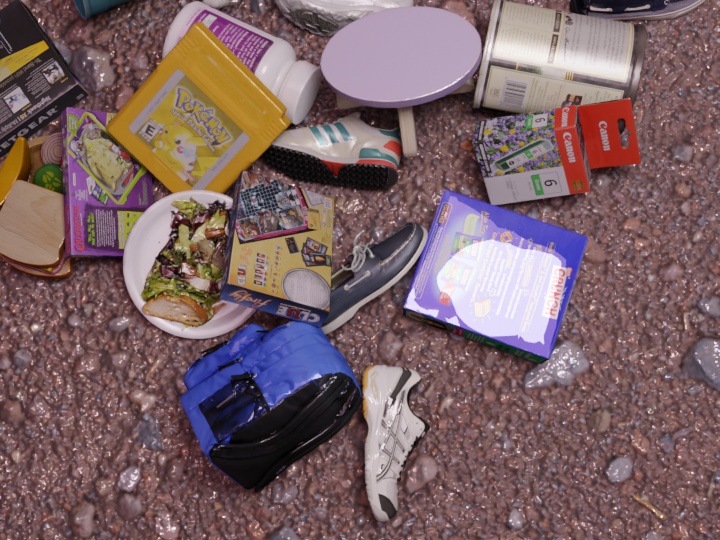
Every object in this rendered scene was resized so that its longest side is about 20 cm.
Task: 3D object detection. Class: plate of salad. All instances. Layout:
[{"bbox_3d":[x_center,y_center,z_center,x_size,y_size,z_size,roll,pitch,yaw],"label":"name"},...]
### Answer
[{"bbox_3d":[-0.218,-0.007,1.308,0.199,0.048,0.202,0,93,-5],"label":"plate of salad"}]

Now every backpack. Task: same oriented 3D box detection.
[{"bbox_3d":[-0.112,0.151,1.241,0.199,0.163,0.168,-32,62,0],"label":"backpack"}]

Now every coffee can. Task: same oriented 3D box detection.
[{"bbox_3d":[0.259,-0.269,1.290,0.199,0.146,0.147,12,82,4],"label":"coffee can"}]

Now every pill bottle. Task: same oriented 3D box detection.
[{"bbox_3d":[-0.158,-0.276,1.327,0.199,0.112,0.113,26,84,8],"label":"pill bottle"}]

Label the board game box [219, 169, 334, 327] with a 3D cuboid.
[{"bbox_3d":[-0.103,-0.031,1.256,0.135,0.035,0.201,17,46,-16],"label":"board game box"}]

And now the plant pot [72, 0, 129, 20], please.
[{"bbox_3d":[-0.322,-0.467,1.332,0.187,0.200,0.201,-21,81,-15],"label":"plant pot"}]

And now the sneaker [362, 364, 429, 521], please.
[{"bbox_3d":[0.047,0.223,1.266,0.087,0.076,0.202,-1,83,1],"label":"sneaker"}]

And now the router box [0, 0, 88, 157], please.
[{"bbox_3d":[-0.511,-0.259,1.373,0.199,0.052,0.158,-35,82,-3],"label":"router box"}]

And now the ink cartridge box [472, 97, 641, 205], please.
[{"bbox_3d":[0.255,-0.152,1.263,0.199,0.109,0.051,-6,41,21],"label":"ink cartridge box"}]

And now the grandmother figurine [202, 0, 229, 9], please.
[{"bbox_3d":[-0.162,-0.447,1.369,0.121,0.061,0.201,30,74,15],"label":"grandmother figurine"}]

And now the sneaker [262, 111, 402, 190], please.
[{"bbox_3d":[-0.037,-0.174,1.340,0.198,0.070,0.094,10,61,9],"label":"sneaker"}]

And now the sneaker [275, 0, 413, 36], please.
[{"bbox_3d":[-0.019,-0.382,1.364,0.199,0.078,0.100,9,76,-5],"label":"sneaker"}]

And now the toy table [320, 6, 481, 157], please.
[{"bbox_3d":[0.056,-0.252,1.260,0.199,0.117,0.185,5,76,9],"label":"toy table"}]

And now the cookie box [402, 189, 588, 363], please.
[{"bbox_3d":[0.176,0.010,1.289,0.199,0.075,0.172,20,83,6],"label":"cookie box"}]

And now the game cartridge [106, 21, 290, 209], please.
[{"bbox_3d":[-0.213,-0.196,1.292,0.176,0.032,0.200,44,117,-10],"label":"game cartridge"}]

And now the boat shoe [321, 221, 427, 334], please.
[{"bbox_3d":[0.000,0.000,1.286,0.200,0.075,0.062,-39,113,15],"label":"boat shoe"}]

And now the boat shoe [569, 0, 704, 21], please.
[{"bbox_3d":[0.391,-0.386,1.327,0.199,0.093,0.075,-13,81,1],"label":"boat shoe"}]

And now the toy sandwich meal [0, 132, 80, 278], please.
[{"bbox_3d":[-0.430,-0.094,1.337,0.204,0.070,0.207,0,82,3],"label":"toy sandwich meal"}]

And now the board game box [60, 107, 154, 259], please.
[{"bbox_3d":[-0.342,-0.115,1.325,0.119,0.032,0.201,3,78,-39],"label":"board game box"}]
